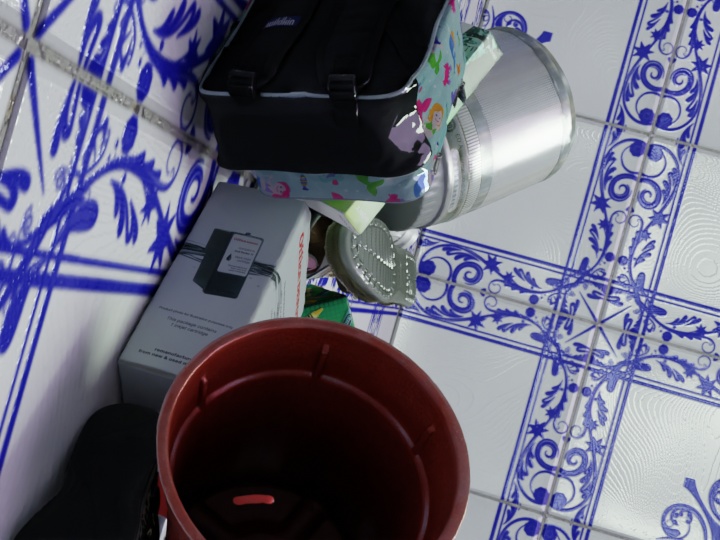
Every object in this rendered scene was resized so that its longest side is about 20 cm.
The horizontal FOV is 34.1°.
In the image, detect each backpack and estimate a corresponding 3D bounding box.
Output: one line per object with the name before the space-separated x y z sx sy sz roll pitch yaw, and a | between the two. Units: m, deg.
backpack | -0.009 -0.150 0.880 0.151 0.177 0.200 72 27 -47

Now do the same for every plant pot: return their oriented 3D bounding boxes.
plant pot | -0.050 0.168 0.807 0.195 0.201 0.201 113 -1 -51

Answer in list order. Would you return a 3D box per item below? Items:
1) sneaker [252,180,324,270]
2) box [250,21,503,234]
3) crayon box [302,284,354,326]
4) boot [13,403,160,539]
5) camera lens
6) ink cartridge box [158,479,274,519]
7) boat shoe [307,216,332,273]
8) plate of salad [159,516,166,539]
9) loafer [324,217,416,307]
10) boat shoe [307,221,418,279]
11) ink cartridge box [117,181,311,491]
sneaker | -0.050 -0.090 1.109 0.070 0.082 0.200 66 39 -74
box | 0.008 -0.138 1.001 0.200 0.144 0.036 -53 137 -9
crayon box | -0.046 0.082 1.195 0.200 0.058 0.119 -168 -116 -77
boot | -0.177 0.208 0.783 0.204 0.073 0.154 -73 172 -51
camera lens | 0.093 -0.137 1.131 0.200 0.160 0.160 -24 143 -29
ink cartridge box | -0.106 0.146 1.006 0.067 0.116 0.200 102 14 -54
boat shoe | -0.058 -0.084 1.212 0.073 0.063 0.200 60 37 -43
plate of salad | -0.159 0.249 1.146 0.200 0.048 0.200 16 90 -84
loafer | 0.000 0.000 1.110 0.200 0.070 0.075 40 50 -68
boat shoe | -0.017 -0.018 1.242 0.200 0.065 0.074 -21 -140 54
ink cartridge box | -0.111 0.050 0.938 0.147 0.083 0.200 97 12 -48
